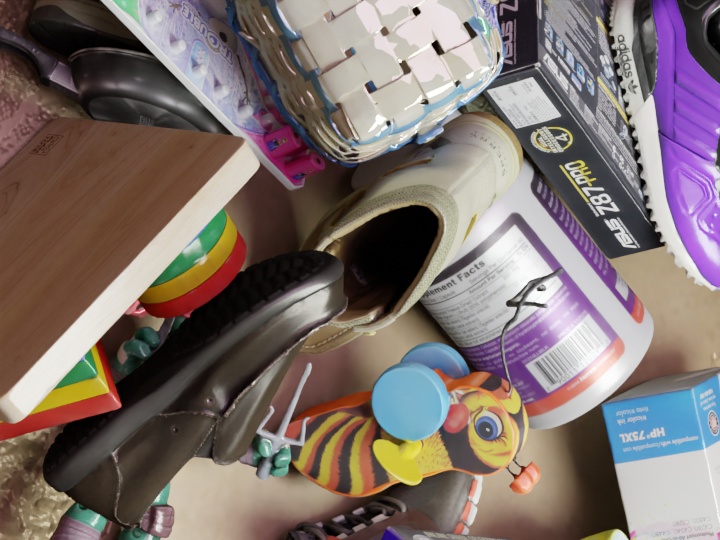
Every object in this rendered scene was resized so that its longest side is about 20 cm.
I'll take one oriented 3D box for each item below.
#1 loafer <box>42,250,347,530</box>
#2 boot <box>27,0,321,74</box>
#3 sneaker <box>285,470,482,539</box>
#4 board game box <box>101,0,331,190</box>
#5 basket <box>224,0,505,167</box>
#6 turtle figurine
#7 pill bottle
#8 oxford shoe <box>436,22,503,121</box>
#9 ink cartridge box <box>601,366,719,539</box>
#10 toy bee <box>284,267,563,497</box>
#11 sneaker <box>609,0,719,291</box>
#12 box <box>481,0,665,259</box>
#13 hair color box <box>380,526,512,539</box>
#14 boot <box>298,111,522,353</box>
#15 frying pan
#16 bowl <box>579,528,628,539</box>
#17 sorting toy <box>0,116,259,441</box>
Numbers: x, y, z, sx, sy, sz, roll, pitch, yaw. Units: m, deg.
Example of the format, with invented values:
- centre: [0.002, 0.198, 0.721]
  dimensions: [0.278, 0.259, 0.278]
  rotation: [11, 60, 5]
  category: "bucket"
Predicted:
- centre: [-0.080, 0.066, 1.249]
  dimensions: [0.200, 0.073, 0.071]
  rotation: [-38, 107, 8]
  category: "loafer"
- centre: [-0.096, -0.186, 1.398]
  dimensions: [0.203, 0.073, 0.155]
  rotation: [16, 73, -30]
  category: "boot"
- centre: [-0.001, 0.175, 1.415]
  dimensions: [0.082, 0.077, 0.200]
  rotation: [44, 66, -11]
  category: "sneaker"
- centre: [-0.076, -0.179, 1.338]
  dimensions: [0.200, 0.026, 0.201]
  rotation: [46, 36, -34]
  category: "board game box"
- centre: [0.001, -0.145, 1.295]
  dimensions: [0.139, 0.200, 0.177]
  rotation: [-31, 101, -5]
  category: "basket"
- centre: [-0.110, 0.090, 1.345]
  dimensions: [0.149, 0.100, 0.201]
  rotation: [29, 81, -38]
  category: "turtle figurine"
- centre: [0.087, -0.006, 1.458]
  dimensions: [0.111, 0.111, 0.200]
  rotation: [-47, 107, -24]
  category: "pill bottle"
- centre: [0.075, -0.175, 1.504]
  dimensions: [0.075, 0.058, 0.201]
  rotation: [-12, 76, 2]
  category: "oxford shoe"
- centre: [0.225, 0.172, 1.513]
  dimensions: [0.116, 0.067, 0.201]
  rotation: [-13, 91, -65]
  category: "ink cartridge box"
- centre: [0.053, 0.097, 1.384]
  dimensions: [0.131, 0.200, 0.109]
  rotation: [-30, 91, -46]
  category: "toy bee"
- centre: [0.228, -0.088, 1.450]
  dimensions: [0.069, 0.099, 0.201]
  rotation: [-25, 100, -63]
  category: "sneaker"
- centre: [0.137, -0.128, 1.459]
  dimensions: [0.200, 0.049, 0.162]
  rotation: [46, 39, -45]
  category: "box"
- centre: [0.029, 0.255, 1.366]
  dimensions: [0.109, 0.065, 0.201]
  rotation: [11, 108, -43]
  category: "hair color box"
- centre: [0.000, 0.000, 1.334]
  dimensions: [0.072, 0.200, 0.155]
  rotation: [46, 28, -3]
  category: "boot"
- centre: [-0.151, -0.112, 1.334]
  dimensions: [0.189, 0.115, 0.031]
  rotation: [25, 71, -25]
  category: "frying pan"
- centre: [0.130, 0.269, 1.444]
  dimensions: [0.107, 0.200, 0.202]
  rotation: [-12, 91, 14]
  category: "bowl"
- centre: [-0.165, 0.011, 1.275]
  dimensions: [0.200, 0.198, 0.070]
  rotation: [-48, 123, -24]
  category: "sorting toy"
